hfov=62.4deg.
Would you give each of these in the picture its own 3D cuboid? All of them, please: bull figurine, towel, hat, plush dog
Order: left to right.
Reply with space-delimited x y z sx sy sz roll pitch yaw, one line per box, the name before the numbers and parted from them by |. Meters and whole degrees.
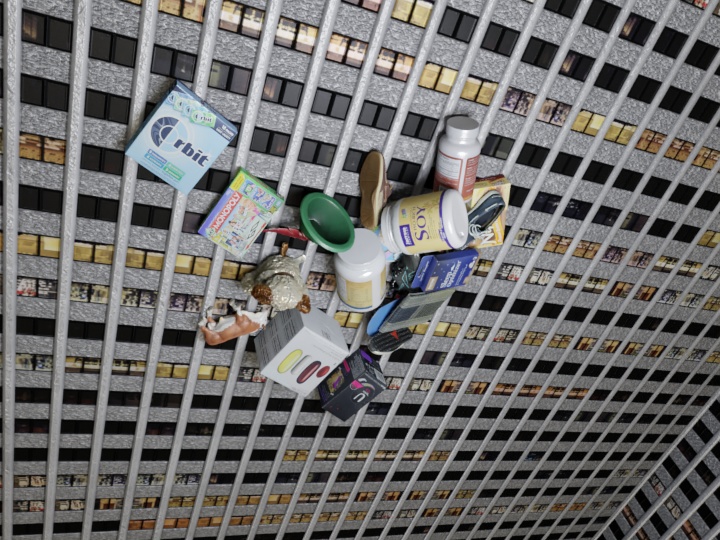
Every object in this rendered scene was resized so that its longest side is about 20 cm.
bull figurine | -0.360 0.146 1.682 0.195 0.066 0.124 -24 126 -3
plush dog | -0.206 0.037 1.581 0.195 0.174 0.163 11 122 -24
hat | -0.136 -0.093 1.565 0.202 0.165 0.175 51 130 1
towel | 0.169 0.113 1.794 0.196 0.035 0.194 -7 147 -37

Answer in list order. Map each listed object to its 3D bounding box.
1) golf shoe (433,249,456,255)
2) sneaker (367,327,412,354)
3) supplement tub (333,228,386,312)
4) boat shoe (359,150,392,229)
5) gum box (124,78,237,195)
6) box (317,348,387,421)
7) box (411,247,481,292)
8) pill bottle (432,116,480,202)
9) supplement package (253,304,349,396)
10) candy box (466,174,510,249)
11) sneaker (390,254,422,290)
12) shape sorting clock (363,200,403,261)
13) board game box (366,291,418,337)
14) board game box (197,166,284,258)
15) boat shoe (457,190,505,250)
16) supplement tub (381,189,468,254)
golf shoe | 0.245 -0.029 1.750 0.086 0.078 0.204 -13 130 -19
sneaker | 0.080 0.233 1.850 0.197 0.071 0.094 -17 156 -50
supplement tub | 0.000 0.000 1.619 0.140 0.147 0.203 -13 142 -8
boat shoe | 0.045 -0.212 1.556 0.071 0.071 0.206 -19 120 -42
gum box | -0.406 -0.297 1.351 0.200 0.045 0.169 -45 126 15
box | -0.029 0.375 1.933 0.199 0.107 0.122 -41 127 14
box | 0.244 0.002 1.688 0.195 0.033 0.123 -9 136 -28
pill bottle | 0.251 -0.284 1.537 0.109 0.113 0.205 -6 127 -13
supplement package | -0.175 0.223 1.745 0.200 0.148 0.190 -45 126 16
candy box | 0.356 -0.163 1.697 0.112 0.056 0.204 -9 128 -9
sneaker | 0.131 0.000 1.707 0.077 0.077 0.202 -9 144 -7
shape sorting clock | 0.101 -0.106 1.666 0.194 0.040 0.205 -9 127 -12
board game box | 0.093 0.120 1.816 0.196 0.039 0.160 -26 149 -22
board game box | -0.302 -0.142 1.499 0.133 0.029 0.201 31 111 -26
boat shoe | 0.325 -0.126 1.641 0.074 0.063 0.200 26 119 -34
supplement tub | 0.165 -0.121 1.525 0.195 0.148 0.147 -8 136 29
